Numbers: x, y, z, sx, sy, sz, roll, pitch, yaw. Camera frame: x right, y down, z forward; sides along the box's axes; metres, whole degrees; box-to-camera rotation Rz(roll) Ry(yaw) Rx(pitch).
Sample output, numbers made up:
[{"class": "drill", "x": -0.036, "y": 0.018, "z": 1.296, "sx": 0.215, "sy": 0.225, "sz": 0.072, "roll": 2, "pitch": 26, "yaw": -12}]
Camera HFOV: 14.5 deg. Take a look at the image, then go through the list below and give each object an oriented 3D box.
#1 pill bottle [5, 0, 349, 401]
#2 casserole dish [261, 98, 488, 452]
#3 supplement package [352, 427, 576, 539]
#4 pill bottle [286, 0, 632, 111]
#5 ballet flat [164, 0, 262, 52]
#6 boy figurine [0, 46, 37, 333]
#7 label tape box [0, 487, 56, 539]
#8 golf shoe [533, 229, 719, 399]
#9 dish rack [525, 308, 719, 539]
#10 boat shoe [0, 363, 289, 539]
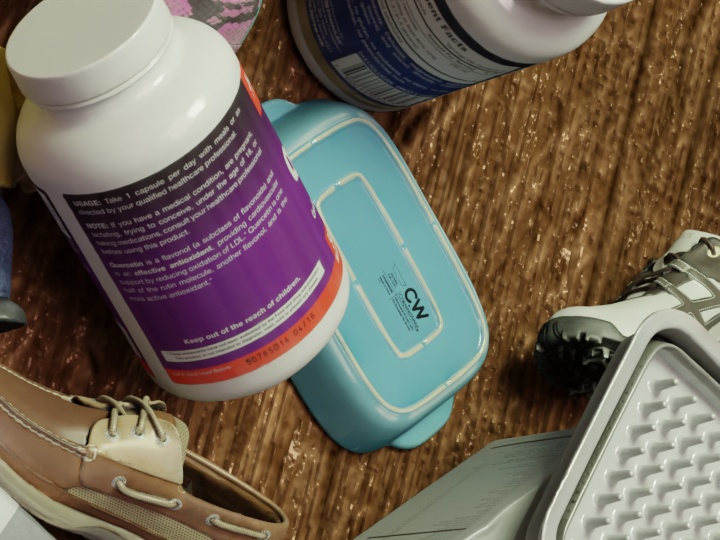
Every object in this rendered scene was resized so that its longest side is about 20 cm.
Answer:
[{"class": "pill bottle", "x": -0.089, "y": -0.040, "z": 1.339, "sx": 0.113, "sy": 0.112, "sz": 0.200, "roll": -53, "pitch": 133, "yaw": -31}, {"class": "casserole dish", "x": 0.000, "y": 0.000, "z": 1.477, "sx": 0.121, "sy": 0.039, "sz": 0.200, "roll": -36, "pitch": 104, "yaw": -34}, {"class": "supplement package", "x": 0.057, "y": 0.175, "z": 1.438, "sx": 0.200, "sy": 0.114, "sz": 0.110, "roll": -32, "pitch": 101, "yaw": -35}, {"class": "pill bottle", "x": 0.060, "y": -0.153, "z": 1.448, "sx": 0.111, "sy": 0.200, "sz": 0.111, "roll": 8, "pitch": 77, "yaw": -35}, {"class": "ballet flat", "x": -0.132, "y": -0.176, "z": 1.358, "sx": 0.200, "sy": 0.069, "sz": 0.071, "roll": 34, "pitch": 99, "yaw": -11}, {"class": "boy figurine", "x": -0.203, "y": -0.070, "z": 1.323, "sx": 0.124, "sy": 0.064, "sz": 0.200, "roll": 3, "pitch": 78, "yaw": -47}, {"class": "label tape box", "x": -0.201, "y": 0.166, "z": 1.282, "sx": 0.200, "sy": 0.063, "sz": 0.144, "roll": 46, "pitch": 58, "yaw": -20}, {"class": "golf shoe", "x": 0.167, "y": 0.023, "z": 1.579, "sx": 0.200, "sy": 0.078, "sz": 0.095, "roll": 7, "pitch": 71, "yaw": -44}, {"class": "dish rack", "x": 0.170, "y": 0.136, "z": 1.431, "sx": 0.200, "sy": 0.044, "sz": 0.172, "roll": 43, "pitch": 60, "yaw": -23}, {"class": "boat shoe", "x": -0.115, "y": 0.089, "z": 1.341, "sx": 0.072, "sy": 0.076, "sz": 0.200, "roll": -44, "pitch": 124, "yaw": 12}]
